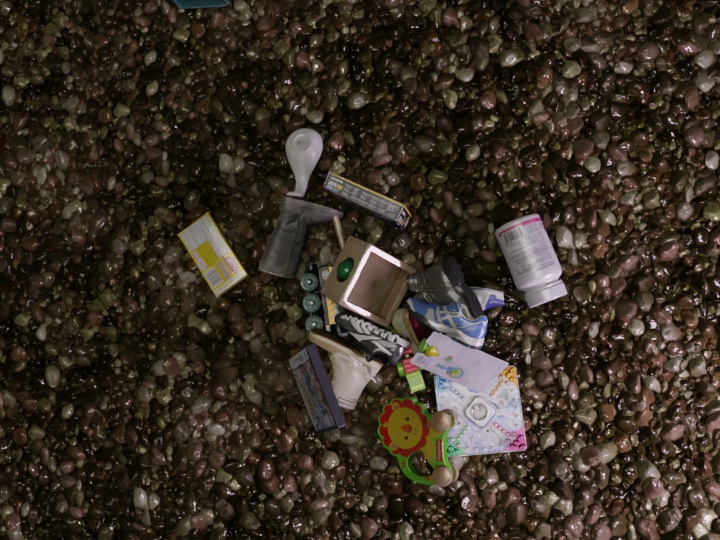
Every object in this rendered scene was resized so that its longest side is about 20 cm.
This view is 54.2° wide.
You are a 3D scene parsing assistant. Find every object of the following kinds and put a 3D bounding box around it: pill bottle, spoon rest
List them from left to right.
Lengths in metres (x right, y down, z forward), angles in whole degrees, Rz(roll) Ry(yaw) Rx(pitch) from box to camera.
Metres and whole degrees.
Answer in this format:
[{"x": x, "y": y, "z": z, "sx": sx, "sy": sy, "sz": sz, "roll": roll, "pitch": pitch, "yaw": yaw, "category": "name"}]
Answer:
[{"x": -0.152, "y": -0.274, "z": 1.807, "sx": 0.099, "sy": 0.061, "sz": 0.201, "roll": 5, "pitch": 72, "yaw": 9, "category": "spoon rest"}, {"x": 0.402, "y": -0.022, "z": 1.651, "sx": 0.113, "sy": 0.113, "sz": 0.201, "roll": -21, "pitch": 82, "yaw": 7, "category": "pill bottle"}]

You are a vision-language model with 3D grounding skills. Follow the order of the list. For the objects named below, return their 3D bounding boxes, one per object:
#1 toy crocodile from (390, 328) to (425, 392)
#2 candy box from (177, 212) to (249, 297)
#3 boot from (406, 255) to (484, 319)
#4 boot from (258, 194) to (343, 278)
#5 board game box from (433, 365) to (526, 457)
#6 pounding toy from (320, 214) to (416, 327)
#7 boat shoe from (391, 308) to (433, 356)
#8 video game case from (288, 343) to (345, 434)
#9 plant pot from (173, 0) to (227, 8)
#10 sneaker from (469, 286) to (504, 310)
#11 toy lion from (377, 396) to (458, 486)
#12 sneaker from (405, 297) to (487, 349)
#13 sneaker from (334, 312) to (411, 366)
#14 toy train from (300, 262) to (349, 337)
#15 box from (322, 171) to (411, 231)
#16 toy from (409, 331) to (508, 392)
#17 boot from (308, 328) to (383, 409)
[{"x": 0.114, "y": 0.194, "z": 1.707, "sx": 0.067, "sy": 0.062, "sz": 0.201, "roll": -14, "pitch": 83, "yaw": 8, "category": "toy crocodile"}, {"x": -0.383, "y": -0.041, "z": 1.833, "sx": 0.102, "sy": 0.026, "sz": 0.201, "roll": -34, "pitch": 80, "yaw": 3, "category": "candy box"}, {"x": 0.199, "y": 0.076, "z": 1.641, "sx": 0.130, "sy": 0.068, "sz": 0.201, "roll": -30, "pitch": 84, "yaw": 26, "category": "boot"}, {"x": -0.148, "y": -0.077, "z": 1.770, "sx": 0.181, "sy": 0.073, "sz": 0.201, "roll": 11, "pitch": 96, "yaw": -15, "category": "boot"}, {"x": 0.285, "y": 0.338, "z": 1.682, "sx": 0.199, "sy": 0.026, "sz": 0.201, "roll": -7, "pitch": 83, "yaw": 9, "category": "board game box"}, {"x": 0.000, "y": 0.000, "z": 1.686, "sx": 0.199, "sy": 0.142, "sz": 0.185, "roll": 28, "pitch": 89, "yaw": -32, "category": "pounding toy"}, {"x": 0.157, "y": 0.167, "z": 1.667, "sx": 0.200, "sy": 0.066, "sz": 0.074, "roll": 44, "pitch": 61, "yaw": -14, "category": "boat shoe"}, {"x": -0.107, "y": 0.287, "z": 1.684, "sx": 0.025, "sy": 0.181, "sz": 0.201, "roll": -18, "pitch": 80, "yaw": -24, "category": "video game case"}, {"x": -0.432, "y": -0.826, "z": 1.864, "sx": 0.140, "sy": 0.141, "sz": 0.201, "roll": 1, "pitch": 78, "yaw": 10, "category": "plant pot"}, {"x": 0.246, "y": 0.096, "z": 1.692, "sx": 0.198, "sy": 0.081, "sz": 0.116, "roll": 0, "pitch": 91, "yaw": 13, "category": "sneaker"}, {"x": 0.132, "y": 0.403, "z": 1.675, "sx": 0.191, "sy": 0.069, "sz": 0.201, "roll": -4, "pitch": 85, "yaw": 26, "category": "toy lion"}, {"x": 0.196, "y": 0.102, "z": 1.582, "sx": 0.199, "sy": 0.076, "sz": 0.077, "roll": 25, "pitch": 100, "yaw": 20, "category": "sneaker"}, {"x": 0.015, "y": 0.165, "z": 1.658, "sx": 0.199, "sy": 0.066, "sz": 0.091, "roll": 22, "pitch": 85, "yaw": 21, "category": "sneaker"}, {"x": -0.086, "y": 0.077, "z": 1.746, "sx": 0.113, "sy": 0.085, "sz": 0.201, "roll": -8, "pitch": 84, "yaw": 0, "category": "toy train"}, {"x": 0.020, "y": -0.165, "z": 1.707, "sx": 0.199, "sy": 0.160, "sz": 0.050, "roll": 26, "pitch": 89, "yaw": 12, "category": "box"}, {"x": 0.227, "y": 0.202, "z": 1.630, "sx": 0.199, "sy": 0.047, "sz": 0.115, "roll": 22, "pitch": 127, "yaw": -15, "category": "toy"}, {"x": -0.065, "y": 0.240, "z": 1.699, "sx": 0.199, "sy": 0.072, "sz": 0.155, "roll": 29, "pitch": 101, "yaw": -16, "category": "boot"}]
